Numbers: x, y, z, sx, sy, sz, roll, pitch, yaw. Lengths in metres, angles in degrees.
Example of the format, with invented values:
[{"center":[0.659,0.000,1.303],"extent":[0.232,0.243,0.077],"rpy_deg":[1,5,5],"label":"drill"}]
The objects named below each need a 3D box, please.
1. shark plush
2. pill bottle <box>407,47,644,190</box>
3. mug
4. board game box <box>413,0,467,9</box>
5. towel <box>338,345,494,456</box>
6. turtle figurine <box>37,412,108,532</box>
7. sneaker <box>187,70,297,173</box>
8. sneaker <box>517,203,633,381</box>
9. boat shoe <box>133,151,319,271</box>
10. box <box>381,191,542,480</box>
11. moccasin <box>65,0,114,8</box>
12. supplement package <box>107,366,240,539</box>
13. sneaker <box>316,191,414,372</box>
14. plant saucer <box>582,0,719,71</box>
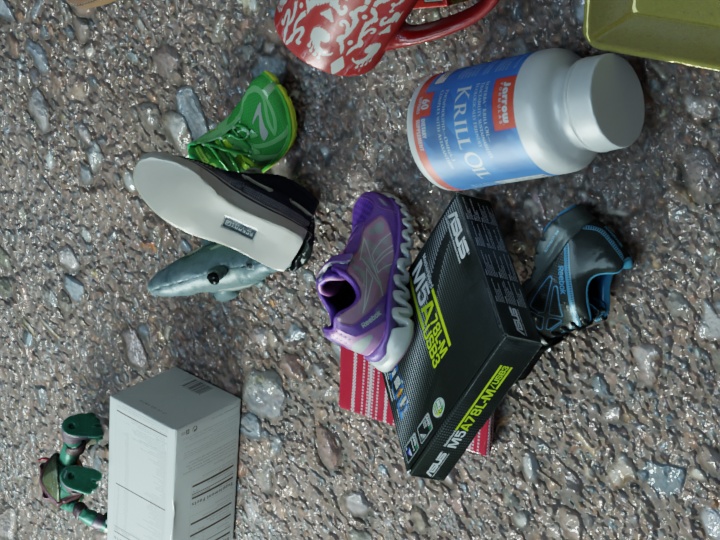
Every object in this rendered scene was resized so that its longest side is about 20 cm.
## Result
[{"center":[-0.140,0.008,1.850],"extent":[0.200,0.083,0.091],"rpy_deg":[9,111,40],"label":"shark plush"},{"center":[0.148,-0.137,1.517],"extent":[0.200,0.112,0.113],"rpy_deg":[-8,100,44],"label":"pill bottle"},{"center":[0.020,-0.264,1.510],"extent":[0.178,0.133,0.200],"rpy_deg":[50,135,18],"label":"mug"},{"center":[0.022,-0.345,1.596],"extent":[0.151,0.046,0.201],"rpy_deg":[2,107,41],"label":"board game box"},{"center":[0.057,0.098,1.751],"extent":[0.200,0.022,0.145],"rpy_deg":[16,114,35],"label":"towel"},{"center":[-0.340,0.253,2.067],"extent":[0.200,0.100,0.150],"rpy_deg":[108,143,-64],"label":"turtle figurine"},{"center":[-0.132,-0.125,1.793],"extent":[0.074,0.083,0.200],"rpy_deg":[50,131,17],"label":"sneaker"},{"center":[0.181,0.038,1.580],"extent":[0.082,0.073,0.200],"rpy_deg":[40,129,22],"label":"sneaker"},{"center":[-0.135,-0.076,1.761],"extent":[0.200,0.093,0.075],"rpy_deg":[30,123,-7],"label":"boat shoe"},{"center":[0.085,0.062,1.605],"extent":[0.200,0.047,0.193],"rpy_deg":[-104,34,-45],"label":"box"},{"center":[-0.264,-0.335,1.836],"extent":[0.201,0.078,0.074],"rpy_deg":[-14,96,44],"label":"moccasin"},{"center":[-0.220,0.235,1.990],"extent":[0.114,0.109,0.201],"rpy_deg":[23,120,34],"label":"supplement package"},{"center":[0.000,0.000,1.666],"extent":[0.081,0.088,0.201],"rpy_deg":[128,150,-47],"label":"sneaker"},{"center":[0.282,-0.269,1.389],"extent":[0.200,0.048,0.201],"rpy_deg":[18,117,38],"label":"plant saucer"}]
